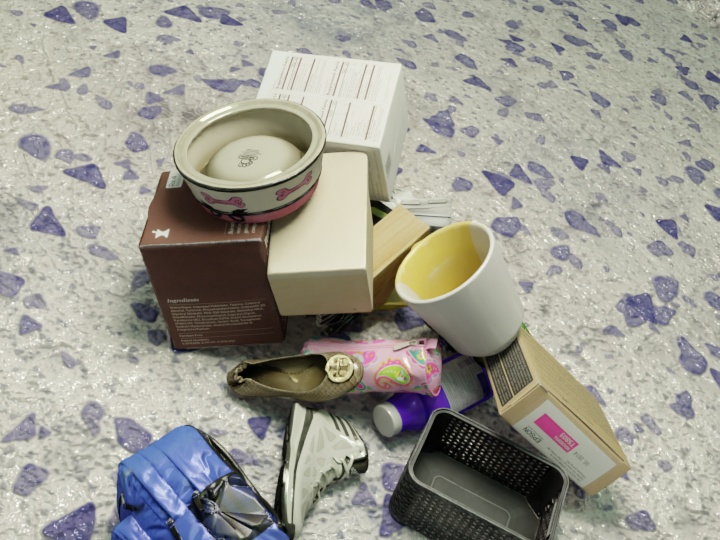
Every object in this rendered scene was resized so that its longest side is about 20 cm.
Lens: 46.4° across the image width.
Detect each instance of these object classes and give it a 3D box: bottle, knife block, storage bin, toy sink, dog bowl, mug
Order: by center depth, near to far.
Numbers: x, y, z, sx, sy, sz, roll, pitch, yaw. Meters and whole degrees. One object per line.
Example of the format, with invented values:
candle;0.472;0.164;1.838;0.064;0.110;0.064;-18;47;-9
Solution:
storage bin;0.154;0.290;1.096;0.199;0.094;0.135;26;42;8
dog bowl;-0.140;-0.141;1.103;0.199;0.074;0.201;-3;44;3
toy sink;-0.049;-0.049;1.155;0.130;0.112;0.201;-3;56;5
mug;0.151;0.026;1.166;0.153;0.149;0.187;52;28;-30
bottle;0.107;0.180;1.208;0.199;0.065;0.084;-21;79;-36
knife block;0.000;0.000;1.217;0.064;0.200;0.175;38;15;19

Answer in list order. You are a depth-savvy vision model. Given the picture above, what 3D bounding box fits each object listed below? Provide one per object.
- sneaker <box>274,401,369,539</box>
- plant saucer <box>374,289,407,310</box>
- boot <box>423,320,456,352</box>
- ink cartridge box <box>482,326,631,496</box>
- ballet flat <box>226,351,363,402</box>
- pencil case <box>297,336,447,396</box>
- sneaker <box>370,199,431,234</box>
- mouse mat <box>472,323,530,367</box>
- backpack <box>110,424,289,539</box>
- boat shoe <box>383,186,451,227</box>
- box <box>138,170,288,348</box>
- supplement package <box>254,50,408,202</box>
sneaker;-0.044;0.256;1.067;0.115;0.076;0.201;12;40;-6
plant saucer;-0.035;-0.003;1.366;0.199;0.049;0.201;0;46;-20
boot;0.130;0.042;1.337;0.131;0.070;0.200;2;39;-50
ink cartridge box;0.266;0.189;1.169;0.200;0.075;0.165;43;18;-19
ballet flat;-0.092;0.138;1.122;0.199;0.046;0.068;-5;57;23
pencil case;0.016;0.129;1.159;0.199;0.088;0.088;-2;37;21
sneaker;0.038;-0.053;1.346;0.199;0.083;0.072;30;-5;-20
mouse mat;0.200;0.078;1.316;0.199;0.008;0.161;3;50;-50
backpack;-0.191;0.280;0.921;0.167;0.163;0.200;-25;59;-35
boat shoe;0.072;-0.118;1.500;0.199;0.066;0.073;5;4;-27
box;-0.193;-0.017;1.178;0.163;0.201;0.166;-3;43;4
supplement package;-0.043;-0.214;1.260;0.199;0.152;0.151;9;66;12
